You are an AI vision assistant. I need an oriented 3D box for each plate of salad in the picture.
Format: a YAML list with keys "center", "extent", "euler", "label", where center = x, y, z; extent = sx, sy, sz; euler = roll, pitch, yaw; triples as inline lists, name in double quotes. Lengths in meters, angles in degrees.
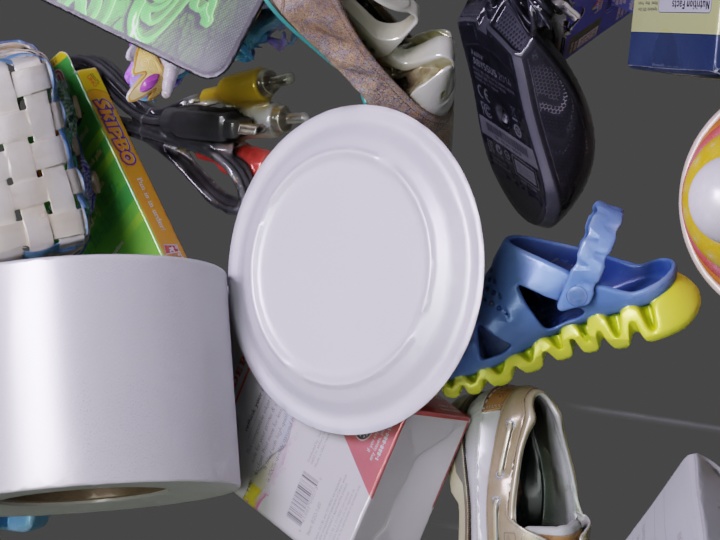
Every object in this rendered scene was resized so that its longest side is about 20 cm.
- center: [0.000, 0.000, 1.480]
  extent: [0.199, 0.048, 0.202]
  euler: [-4, 83, 38]
  label: "plate of salad"

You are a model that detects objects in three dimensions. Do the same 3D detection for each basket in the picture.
- center: [-0.252, -0.064, 1.607]
  extent: [0.200, 0.138, 0.178]
  euler: [1, 105, 66]
  label: "basket"

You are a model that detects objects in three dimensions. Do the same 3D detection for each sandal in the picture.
- center: [0.104, 0.016, 1.488]
  extent: [0.199, 0.080, 0.088]
  euler: [-20, 107, 11]
  label: "sandal"

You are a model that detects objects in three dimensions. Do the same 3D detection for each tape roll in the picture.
- center: [-0.177, 0.075, 1.511]
  extent: [0.201, 0.202, 0.140]
  euler: [-8, 80, 25]
  label: "tape roll"

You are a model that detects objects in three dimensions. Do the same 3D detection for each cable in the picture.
- center: [-0.122, -0.096, 1.637]
  extent: [0.199, 0.050, 0.098]
  euler: [12, 111, 37]
  label: "cable"

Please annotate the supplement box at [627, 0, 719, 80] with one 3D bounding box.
- center: [0.270, -0.199, 1.336]
  extent: [0.198, 0.134, 0.202]
  euler: [5, 95, -14]
  label: "supplement box"

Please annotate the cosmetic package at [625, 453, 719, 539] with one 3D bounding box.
- center: [0.205, 0.250, 1.389]
  extent: [0.167, 0.166, 0.201]
  euler: [32, 107, -5]
  label: "cosmetic package"

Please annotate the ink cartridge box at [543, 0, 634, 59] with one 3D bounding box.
- center: [0.108, -0.218, 1.453]
  extent: [0.076, 0.137, 0.200]
  euler: [-35, 75, -11]
  label: "ink cartridge box"

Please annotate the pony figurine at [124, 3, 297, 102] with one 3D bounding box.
- center: [-0.096, -0.204, 1.546]
  extent: [0.199, 0.167, 0.193]
  euler: [-36, 44, -4]
  label: "pony figurine"

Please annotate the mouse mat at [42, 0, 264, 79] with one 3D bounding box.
- center: [-0.109, -0.234, 1.490]
  extent: [0.160, 0.008, 0.201]
  euler: [26, 84, 12]
  label: "mouse mat"

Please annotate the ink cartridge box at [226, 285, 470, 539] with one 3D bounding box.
- center: [-0.034, 0.098, 1.557]
  extent: [0.200, 0.067, 0.117]
  euler: [34, 106, 41]
  label: "ink cartridge box"

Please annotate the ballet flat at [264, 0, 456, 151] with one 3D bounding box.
- center: [0.018, -0.134, 1.483]
  extent: [0.067, 0.200, 0.068]
  euler: [-24, 47, 27]
  label: "ballet flat"

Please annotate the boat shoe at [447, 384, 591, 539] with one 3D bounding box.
- center: [0.104, 0.171, 1.503]
  extent: [0.068, 0.074, 0.202]
  euler: [-18, 83, 47]
  label: "boat shoe"

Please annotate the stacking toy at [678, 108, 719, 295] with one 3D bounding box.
- center: [0.226, -0.038, 1.375]
  extent: [0.145, 0.200, 0.148]
  euler: [1, 92, 25]
  label: "stacking toy"

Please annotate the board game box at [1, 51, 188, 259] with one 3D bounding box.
- center: [-0.180, -0.043, 1.647]
  extent: [0.095, 0.030, 0.201]
  euler: [-32, 83, 38]
  label: "board game box"

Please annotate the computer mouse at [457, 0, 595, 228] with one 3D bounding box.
- center: [0.107, -0.118, 1.469]
  extent: [0.138, 0.052, 0.201]
  euler: [43, 153, 50]
  label: "computer mouse"

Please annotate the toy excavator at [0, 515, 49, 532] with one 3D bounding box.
- center: [-0.268, 0.143, 1.614]
  extent: [0.099, 0.200, 0.196]
  euler: [6, 94, 25]
  label: "toy excavator"
